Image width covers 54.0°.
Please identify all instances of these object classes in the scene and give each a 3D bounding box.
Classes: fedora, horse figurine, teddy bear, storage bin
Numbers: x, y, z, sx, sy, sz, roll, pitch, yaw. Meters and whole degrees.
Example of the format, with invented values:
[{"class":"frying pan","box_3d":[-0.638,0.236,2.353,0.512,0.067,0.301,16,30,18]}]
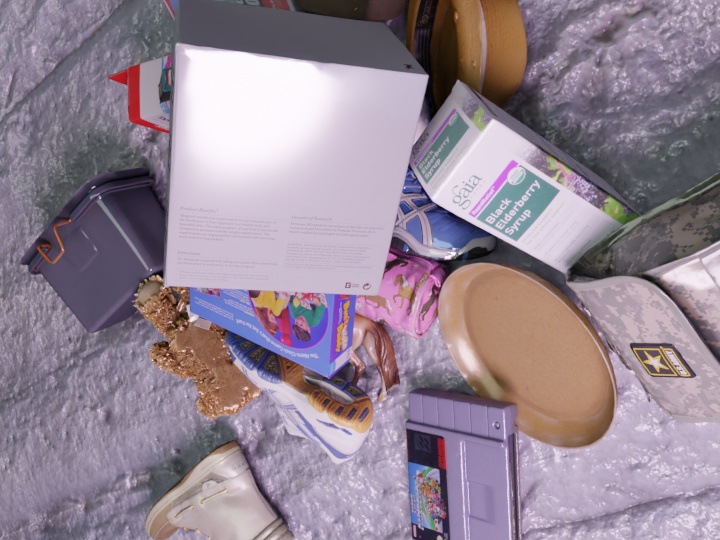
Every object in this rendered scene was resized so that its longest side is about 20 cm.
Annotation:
[{"class":"fedora","box_3d":[0.102,-0.202,0.664,0.080,0.200,0.204,-8,91,-12]},{"class":"horse figurine","box_3d":[-0.035,0.084,0.807,0.197,0.050,0.135,1,101,32]},{"class":"teddy bear","box_3d":[-0.195,0.081,0.873,0.200,0.067,0.145,42,84,-4]},{"class":"storage bin","box_3d":[-0.331,-0.017,0.927,0.199,0.145,0.135,-39,86,26]}]

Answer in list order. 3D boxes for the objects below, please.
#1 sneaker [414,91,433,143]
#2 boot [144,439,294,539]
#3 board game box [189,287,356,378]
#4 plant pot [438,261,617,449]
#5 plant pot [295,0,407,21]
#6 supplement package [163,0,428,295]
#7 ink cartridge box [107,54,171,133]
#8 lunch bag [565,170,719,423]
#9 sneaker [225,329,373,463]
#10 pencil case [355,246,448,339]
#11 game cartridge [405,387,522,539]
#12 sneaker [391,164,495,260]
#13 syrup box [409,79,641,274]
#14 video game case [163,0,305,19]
[{"class":"sneaker","box_3d":[-0.004,-0.162,0.723,0.199,0.072,0.073,23,122,48]},{"class":"boot","box_3d":[-0.184,0.334,0.904,0.200,0.072,0.155,-45,75,24]},{"class":"board game box","box_3d":[-0.098,0.013,0.755,0.198,0.045,0.136,21,122,26]},{"class":"plant pot","box_3d":[0.155,0.076,0.659,0.199,0.027,0.202,36,144,31]},{"class":"plant pot","box_3d":[-0.003,-0.347,0.691,0.198,0.200,0.177,22,124,26]},{"class":"supplement package","box_3d":[-0.068,-0.104,0.607,0.148,0.188,0.202,-111,28,-55]},{"class":"ink cartridge box","box_3d":[-0.189,-0.203,0.829,0.197,0.116,0.068,-5,84,30]},{"class":"lunch bag","box_3d":[0.283,0.025,0.554,0.199,0.118,0.164,-34,105,31]},{"class":"sneaker","box_3d":[-0.079,0.138,0.782,0.199,0.075,0.089,35,129,23]},{"class":"pencil case","box_3d":[0.000,0.000,0.762,0.198,0.087,0.083,25,73,26]},{"class":"game cartridge","box_3d":[0.105,0.230,0.730,0.128,0.038,0.204,0,96,40]},{"class":"sneaker","box_3d":[0.050,-0.068,0.729,0.198,0.075,0.078,25,110,25]},{"class":"syrup box","box_3d":[0.142,-0.069,0.603,0.079,0.198,0.082,-52,33,22]},{"class":"video game case","box_3d":[-0.147,-0.300,0.799,0.198,0.144,0.018,17,62,28]}]
